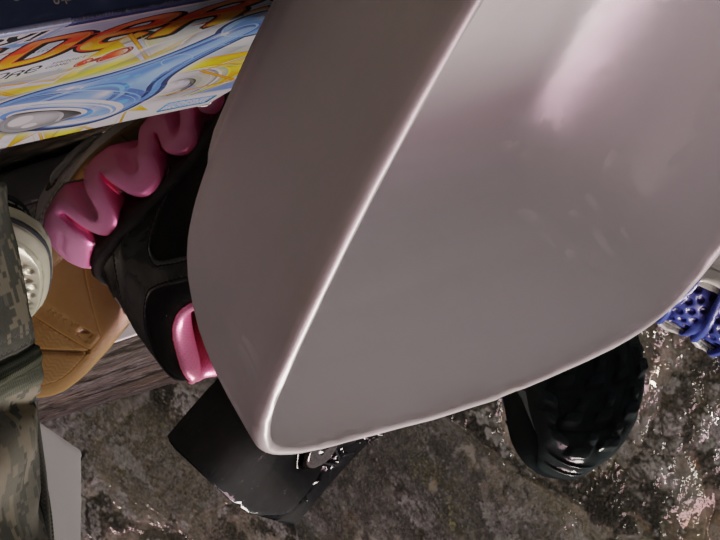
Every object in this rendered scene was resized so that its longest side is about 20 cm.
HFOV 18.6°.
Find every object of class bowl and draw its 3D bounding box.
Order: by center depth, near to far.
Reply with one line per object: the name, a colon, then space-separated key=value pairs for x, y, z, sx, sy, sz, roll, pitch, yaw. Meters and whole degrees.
bowl: x=0.049 y=-0.059 z=0.554 sx=0.200 sy=0.075 sz=0.200 roll=-14 pitch=143 yaw=-45

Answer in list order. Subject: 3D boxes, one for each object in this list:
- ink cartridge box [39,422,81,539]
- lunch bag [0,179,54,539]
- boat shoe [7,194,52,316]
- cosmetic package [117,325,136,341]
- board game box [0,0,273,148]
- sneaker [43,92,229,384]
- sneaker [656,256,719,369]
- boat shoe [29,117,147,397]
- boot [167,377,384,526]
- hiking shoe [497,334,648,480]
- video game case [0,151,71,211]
ink cartridge box: x=-0.243 y=0.097 z=1.012 sx=0.144 sy=0.084 sz=0.200 roll=-20 pitch=141 yaw=24
lunch bag: x=-0.190 y=0.068 z=0.630 sx=0.200 sy=0.168 sz=0.139 roll=-8 pitch=-173 yaw=14
boat shoe: x=-0.157 y=-0.007 z=0.786 sx=0.074 sy=0.062 sz=0.200 roll=10 pitch=167 yaw=-19
cosmetic package: x=-0.064 y=-0.020 z=1.069 sx=0.200 sy=0.051 sz=0.083 roll=-19 pitch=-165 yaw=-5
board game box: x=-0.085 y=-0.062 z=0.564 sx=0.200 sy=0.035 sz=0.135 roll=-17 pitch=176 yaw=-39
sneaker: x=-0.020 y=-0.032 z=0.723 sx=0.079 sy=0.096 sz=0.200 roll=-12 pitch=156 yaw=-47
sneaker: x=0.173 y=0.015 z=0.973 sx=0.199 sy=0.115 sz=0.081 roll=8 pitch=149 yaw=-24
boat shoe: x=-0.086 y=-0.031 z=0.848 sx=0.200 sy=0.071 sz=0.069 roll=-37 pitch=-153 yaw=32
boot: x=0.000 y=0.000 z=0.832 sx=0.200 sy=0.066 sz=0.165 roll=-42 pitch=145 yaw=2
hiking shoe: x=0.077 y=0.030 z=1.022 sx=0.074 sy=0.200 sz=0.087 roll=24 pitch=126 yaw=-23
video game case: x=-0.064 y=-0.053 z=0.967 sx=0.200 sy=0.018 sz=0.143 roll=-19 pitch=176 yaw=-12
